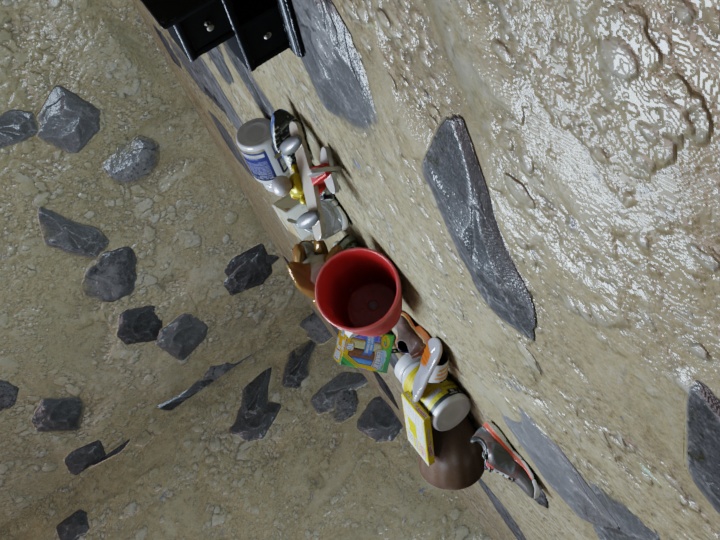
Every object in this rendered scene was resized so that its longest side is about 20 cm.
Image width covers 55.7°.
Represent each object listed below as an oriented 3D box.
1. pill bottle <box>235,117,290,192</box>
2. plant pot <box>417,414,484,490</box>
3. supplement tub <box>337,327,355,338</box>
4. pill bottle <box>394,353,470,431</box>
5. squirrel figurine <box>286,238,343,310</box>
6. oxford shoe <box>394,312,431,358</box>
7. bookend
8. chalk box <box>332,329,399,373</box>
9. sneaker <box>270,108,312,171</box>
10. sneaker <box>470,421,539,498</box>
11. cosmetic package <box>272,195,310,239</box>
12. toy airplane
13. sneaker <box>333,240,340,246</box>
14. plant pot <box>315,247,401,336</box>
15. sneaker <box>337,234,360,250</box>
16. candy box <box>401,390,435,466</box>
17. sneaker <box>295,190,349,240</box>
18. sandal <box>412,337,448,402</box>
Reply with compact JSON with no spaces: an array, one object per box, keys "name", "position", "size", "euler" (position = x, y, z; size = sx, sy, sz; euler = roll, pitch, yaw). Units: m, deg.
[{"name":"pill bottle","position":[-0.254,-0.306,1.849],"size":[0.111,0.111,0.200],"euler":[50,169,33]},{"name":"plant pot","position":[0.237,0.450,1.826],"size":[0.187,0.187,0.200],"euler":[45,152,49]},{"name":"supplement tub","position":[-0.041,0.083,1.999],"size":[0.200,0.145,0.145],"euler":[53,171,12]},{"name":"pill bottle","position":[0.178,0.300,1.733],"size":[0.200,0.114,0.114],"euler":[47,167,43]},{"name":"squirrel figurine","position":[-0.110,0.012,1.730],"size":[0.200,0.141,0.187],"euler":[66,168,-21]},{"name":"oxford shoe","position":[0.111,0.161,1.716],"size":[0.071,0.073,0.200],"euler":[59,171,-23]},{"name":"bookend","position":[-0.211,-0.386,1.073],"size":[0.092,0.200,0.199],"euler":[52,169,26]},{"name":"chalk box","position":[0.030,0.246,2.144],"size":[0.200,0.124,0.125],"euler":[14,179,-12]},{"name":"sneaker","position":[-0.174,-0.303,1.551],"size":[0.089,0.079,0.200],"euler":[50,169,21]},{"name":"sneaker","position":[0.329,0.450,1.573],"size":[0.200,0.082,0.077],"euler":[52,170,24]},{"name":"cosmetic package","position":[-0.204,-0.171,2.136],"size":[0.105,0.071,0.200],"euler":[59,170,-19]},{"name":"toy airplane","position":[-0.120,-0.190,1.459],"size":[0.200,0.141,0.199],"euler":[-115,19,-45]},{"name":"sneaker","position":[-0.026,-0.001,1.879],"size":[0.089,0.074,0.200],"euler":[45,156,50]},{"name":"plant pot","position":[0.013,0.066,1.594],"size":[0.201,0.200,0.177],"euler":[52,180,23]},{"name":"sneaker","position":[0.000,0.000,1.754],"size":[0.089,0.077,0.200],"euler":[37,163,38]},{"name":"candy box","position":[0.148,0.402,1.731],"size":[0.102,0.026,0.200],"euler":[45,155,42]},{"name":"sneaker","position":[-0.123,-0.162,1.662],"size":[0.200,0.115,0.075],"euler":[55,171,4]},{"name":"sandal","position":[0.174,0.238,1.620],"size":[0.079,0.059,0.207],"euler":[-91,13,-46]}]
